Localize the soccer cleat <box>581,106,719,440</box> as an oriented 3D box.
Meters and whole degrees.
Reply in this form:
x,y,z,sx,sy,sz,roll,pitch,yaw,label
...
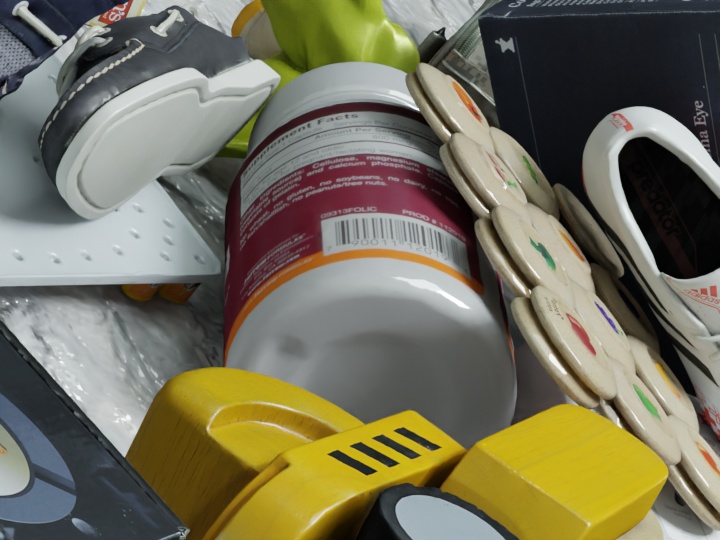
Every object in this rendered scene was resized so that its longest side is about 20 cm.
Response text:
x,y,z,sx,sy,sz,roll,pitch,yaw,label
0.156,0.020,1.005,0.200,0.069,0.085,58,5,3,soccer cleat

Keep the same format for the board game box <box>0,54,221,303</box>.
x,y,z,sx,sy,sz,roll,pitch,yaw,label
-0.175,-0.060,0.972,0.200,0.026,0.200,50,26,23,board game box

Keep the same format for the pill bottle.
x,y,z,sx,sy,sz,roll,pitch,yaw,label
0.000,0.000,1.010,0.114,0.114,0.200,31,25,-19,pill bottle

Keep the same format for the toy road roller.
x,y,z,sx,sy,sz,roll,pitch,yaw,label
0.000,0.097,0.839,0.146,0.123,0.200,36,22,21,toy road roller

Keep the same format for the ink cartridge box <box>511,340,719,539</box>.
x,y,z,sx,sy,sz,roll,pitch,yaw,label
0.127,0.133,0.996,0.146,0.083,0.200,23,28,-31,ink cartridge box

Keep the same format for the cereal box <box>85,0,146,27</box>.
x,y,z,sx,sy,sz,roll,pitch,yaw,label
-0.199,-0.171,1.071,0.200,0.040,0.144,18,21,-31,cereal box

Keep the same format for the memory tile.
x,y,z,sx,sy,sz,roll,pitch,yaw,label
0.086,0.007,0.983,0.153,0.017,0.200,43,16,-39,memory tile

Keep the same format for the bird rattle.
x,y,z,sx,sy,sz,roll,pitch,yaw,label
0.013,-0.075,1.187,0.200,0.113,0.163,29,9,-31,bird rattle

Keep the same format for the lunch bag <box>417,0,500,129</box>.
x,y,z,sx,sy,sz,roll,pitch,yaw,label
0.127,-0.069,1.290,0.200,0.139,0.168,42,29,2,lunch bag

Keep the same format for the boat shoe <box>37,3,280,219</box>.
x,y,z,sx,sy,sz,roll,pitch,yaw,label
-0.091,-0.073,0.994,0.060,0.074,0.200,42,21,5,boat shoe

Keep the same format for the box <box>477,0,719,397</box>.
x,y,z,sx,sy,sz,roll,pitch,yaw,label
0.171,-0.041,1.102,0.182,0.200,0.104,3,25,35,box

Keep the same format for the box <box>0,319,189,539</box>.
x,y,z,sx,sy,sz,roll,pitch,yaw,label
-0.172,0.064,0.686,0.164,0.086,0.200,47,25,15,box

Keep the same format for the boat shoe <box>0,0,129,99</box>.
x,y,z,sx,sy,sz,roll,pitch,yaw,label
-0.162,-0.155,0.916,0.200,0.093,0.075,57,1,-43,boat shoe
